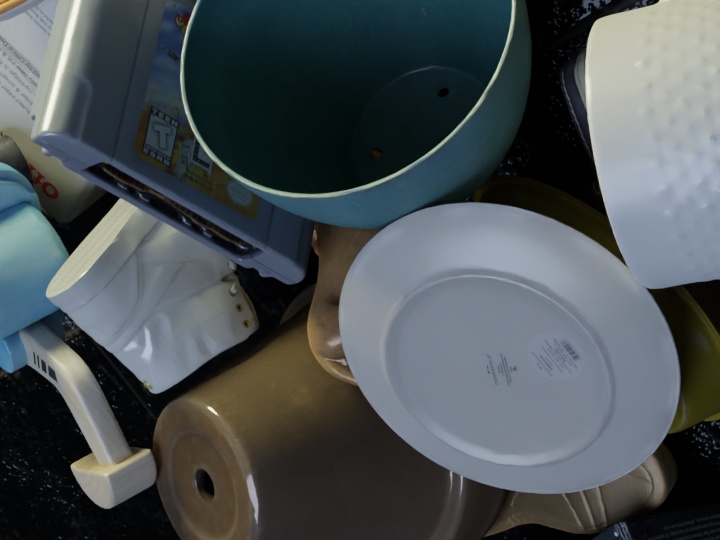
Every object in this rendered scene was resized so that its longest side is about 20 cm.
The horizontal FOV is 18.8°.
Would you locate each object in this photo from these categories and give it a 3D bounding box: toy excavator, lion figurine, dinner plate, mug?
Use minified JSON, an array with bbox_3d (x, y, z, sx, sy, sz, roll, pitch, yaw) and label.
[{"bbox_3d":[-0.212,0.036,1.374,0.200,0.100,0.195,34,142,46],"label":"toy excavator"},{"bbox_3d":[0.000,0.000,1.326,0.122,0.201,0.073,-3,143,11],"label":"lion figurine"},{"bbox_3d":[0.079,0.051,1.207,0.199,0.024,0.201,11,128,15],"label":"dinner plate"},{"bbox_3d":[0.217,-0.102,1.125,0.175,0.148,0.201,-10,86,20],"label":"mug"}]

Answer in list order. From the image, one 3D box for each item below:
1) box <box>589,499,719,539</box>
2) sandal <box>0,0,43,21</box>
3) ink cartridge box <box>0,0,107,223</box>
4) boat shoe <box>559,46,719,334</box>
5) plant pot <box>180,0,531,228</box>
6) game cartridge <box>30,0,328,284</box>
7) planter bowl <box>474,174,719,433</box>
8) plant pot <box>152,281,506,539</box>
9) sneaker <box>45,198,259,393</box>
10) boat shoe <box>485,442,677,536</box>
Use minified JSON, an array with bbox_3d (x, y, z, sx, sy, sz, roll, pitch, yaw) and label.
[{"bbox_3d":[0.185,0.276,1.372,0.200,0.124,0.197,-43,61,47],"label":"box"},{"bbox_3d":[-0.183,-0.198,1.265,0.206,0.059,0.079,-31,89,31],"label":"sandal"},{"bbox_3d":[-0.182,-0.148,1.399,0.145,0.084,0.200,44,135,1],"label":"ink cartridge box"},{"bbox_3d":[0.156,-0.037,1.256,0.065,0.072,0.200,-13,119,35],"label":"boat shoe"},{"bbox_3d":[0.015,-0.103,1.243,0.199,0.201,0.135,11,161,28],"label":"plant pot"},{"bbox_3d":[-0.097,-0.091,1.267,0.200,0.134,0.041,30,152,-36],"label":"game cartridge"},{"bbox_3d":[0.118,0.045,1.276,0.200,0.083,0.201,38,161,16],"label":"planter bowl"},{"bbox_3d":[-0.032,0.109,1.380,0.200,0.174,0.201,22,120,46],"label":"plant pot"},{"bbox_3d":[-0.096,-0.015,1.374,0.116,0.200,0.074,48,156,-18],"label":"sneaker"},{"bbox_3d":[0.129,0.128,1.398,0.200,0.069,0.074,-12,98,46],"label":"boat shoe"}]
